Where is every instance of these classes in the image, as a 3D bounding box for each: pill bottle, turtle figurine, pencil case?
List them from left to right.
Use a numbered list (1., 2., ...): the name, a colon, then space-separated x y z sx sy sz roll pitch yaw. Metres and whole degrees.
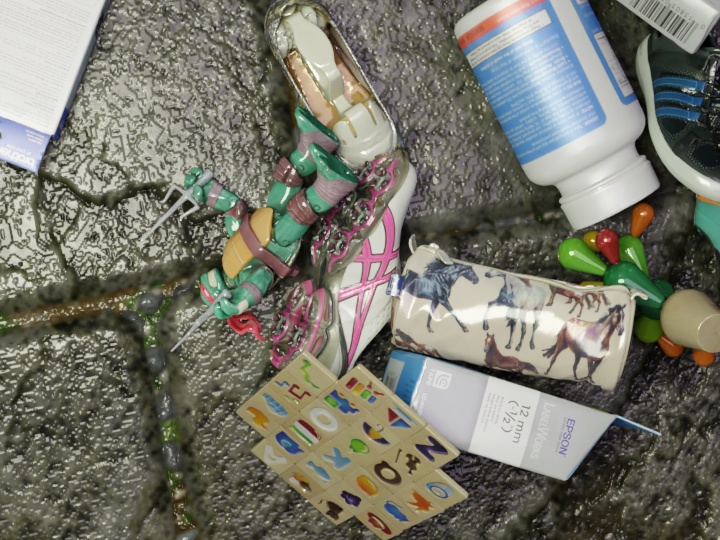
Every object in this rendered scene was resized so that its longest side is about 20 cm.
1. turtle figurine: -0.090 -0.029 0.933 0.200 0.100 0.150 -46 53 16
2. pencil case: 0.120 0.034 0.907 0.197 0.078 0.091 11 113 14
3. pill bottle: 0.169 -0.141 0.967 0.111 0.112 0.202 -27 92 -8

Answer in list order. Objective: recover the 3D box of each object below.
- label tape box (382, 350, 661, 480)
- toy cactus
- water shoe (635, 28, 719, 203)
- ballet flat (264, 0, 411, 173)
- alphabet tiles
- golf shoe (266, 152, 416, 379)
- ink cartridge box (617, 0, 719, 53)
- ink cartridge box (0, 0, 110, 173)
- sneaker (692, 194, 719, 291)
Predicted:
1. label tape box: 0.121 0.124 0.939 0.198 0.143 0.067 19 85 -8
2. toy cactus: 0.263 0.024 0.953 0.199 0.165 0.103 37 94 -16
3. water shoe: 0.280 -0.145 0.953 0.071 0.079 0.202 9 47 -22
4. ballet flat: -0.018 -0.142 0.961 0.072 0.072 0.202 -32 94 -8
5. alphabet tiles: -0.010 0.142 0.904 0.166 0.200 0.006 41 52 -5
6. golf shoe: 0.000 0.000 0.960 0.091 0.073 0.202 22 99 -33
7. ink cartridge box: 0.257 -0.287 0.979 0.162 0.057 0.200 36 44 6
8. ink cartridge box: -0.279 -0.191 0.936 0.118 0.042 0.202 20 83 -8
9. sneaker: 0.323 -0.075 1.015 0.071 0.080 0.203 7 66 -24
